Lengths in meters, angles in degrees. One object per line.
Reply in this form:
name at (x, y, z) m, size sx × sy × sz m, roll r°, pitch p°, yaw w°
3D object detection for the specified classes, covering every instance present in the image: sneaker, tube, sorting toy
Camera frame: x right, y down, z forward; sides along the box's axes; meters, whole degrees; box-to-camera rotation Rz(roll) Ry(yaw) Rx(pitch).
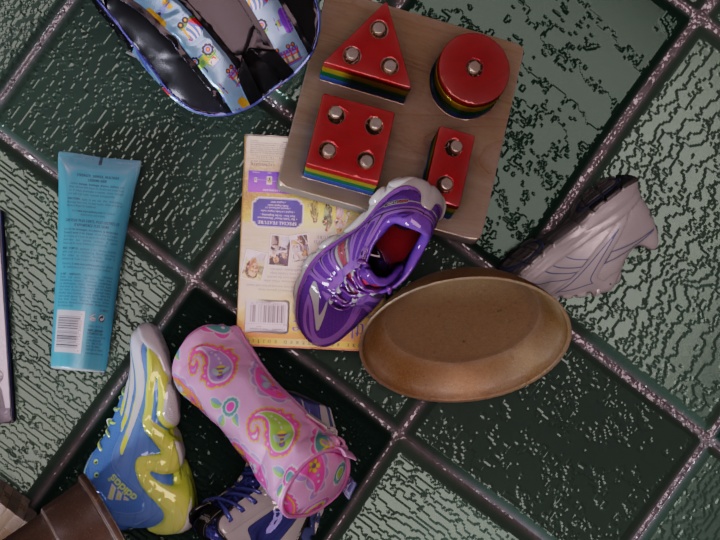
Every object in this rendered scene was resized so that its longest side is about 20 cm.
sneaker at (0.202, -0.004, 1.581) m, size 0.199 × 0.075 × 0.087 m, roll -37°, pitch 105°, yaw 1°
tube at (-0.255, -0.007, 1.556) m, size 0.076 × 0.050 × 0.203 m, roll 6°, pitch 86°, yaw -8°
sneaker at (-0.216, 0.154, 1.553) m, size 0.104 × 0.076 × 0.203 m, roll -10°, pitch 93°, yaw -3°
sneaker at (-0.094, 0.212, 1.539) m, size 0.114 × 0.080 × 0.202 m, roll 8°, pitch 91°, yaw -35°
sneaker at (0.000, 0.000, 1.499) m, size 0.080 × 0.084 × 0.200 m, roll 31°, pitch 123°, yaw -12°
sorting toy at (0.042, -0.151, 1.545) m, size 0.198 × 0.070 × 0.201 m, roll 15°, pitch 77°, yaw -4°

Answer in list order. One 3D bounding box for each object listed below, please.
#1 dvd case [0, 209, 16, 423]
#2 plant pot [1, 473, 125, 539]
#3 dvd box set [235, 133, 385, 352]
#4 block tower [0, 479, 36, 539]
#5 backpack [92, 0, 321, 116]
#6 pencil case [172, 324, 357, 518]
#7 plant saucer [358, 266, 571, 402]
dvd case at (-0.406, 0.047, 1.563) m, size 0.148 × 0.025 × 0.203 m, roll -3°, pitch 91°, yaw -3°
plant pot at (-0.287, 0.315, 1.471) m, size 0.197 × 0.200 × 0.202 m, roll -27°, pitch 93°, yaw -15°
dvd box set at (-0.044, -0.025, 1.582) m, size 0.144 × 0.029 × 0.203 m, roll 2°, pitch 90°, yaw -5°
block tower at (-0.398, 0.191, 1.538) m, size 0.199 × 0.054 × 0.058 m, roll 39°, pitch 97°, yaw -11°
backpack at (-0.136, -0.245, 1.519) m, size 0.182 × 0.135 × 0.201 m, roll -37°, pitch 93°, yaw -2°
pencil case at (-0.087, 0.132, 1.485) m, size 0.087 × 0.087 × 0.200 m, roll -46°, pitch 55°, yaw -1°
plant saucer at (0.096, 0.054, 1.538) m, size 0.197 × 0.201 × 0.036 m, roll -1°, pitch 53°, yaw -4°
